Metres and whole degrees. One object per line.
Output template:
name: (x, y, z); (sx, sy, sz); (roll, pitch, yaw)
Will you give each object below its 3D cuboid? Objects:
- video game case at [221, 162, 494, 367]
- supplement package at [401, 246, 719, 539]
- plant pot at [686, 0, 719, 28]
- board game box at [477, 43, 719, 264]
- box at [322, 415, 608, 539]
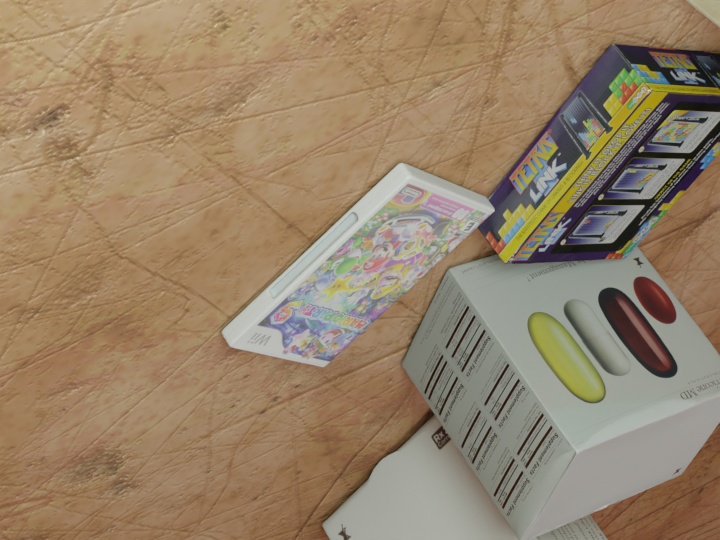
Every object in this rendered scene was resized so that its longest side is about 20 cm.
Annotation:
video game case: (0.000, 0.000, 1.531); (0.200, 0.018, 0.143); (-43, 153, 18)
supplement package: (0.181, 0.091, 1.685); (0.191, 0.200, 0.147); (-18, 150, -30)
plant pot: (0.347, -0.243, 1.339); (0.177, 0.200, 0.200); (-42, 155, -9)
board game box: (0.210, -0.092, 1.573); (0.165, 0.057, 0.200); (-1, 139, -45)
box: (0.105, 0.264, 1.891); (0.199, 0.200, 0.131); (-46, 152, 24)
